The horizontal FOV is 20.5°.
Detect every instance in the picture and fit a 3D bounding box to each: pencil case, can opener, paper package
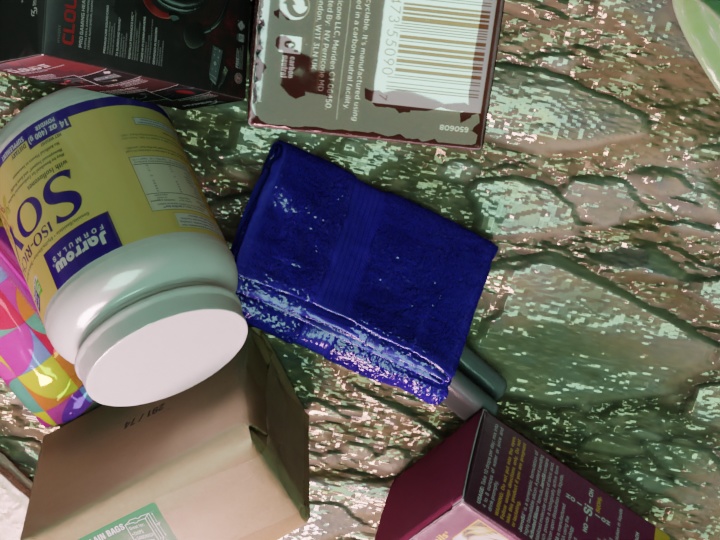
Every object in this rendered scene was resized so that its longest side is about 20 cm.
[{"bbox_3d":[-0.264,0.027,1.528,0.088,0.088,0.200,-36,109,10],"label":"pencil case"},{"bbox_3d":[0.029,0.052,1.579,0.200,0.053,0.066,37,139,-13],"label":"can opener"},{"bbox_3d":[-0.144,0.158,1.526,0.199,0.191,0.104,-28,109,8],"label":"paper package"}]

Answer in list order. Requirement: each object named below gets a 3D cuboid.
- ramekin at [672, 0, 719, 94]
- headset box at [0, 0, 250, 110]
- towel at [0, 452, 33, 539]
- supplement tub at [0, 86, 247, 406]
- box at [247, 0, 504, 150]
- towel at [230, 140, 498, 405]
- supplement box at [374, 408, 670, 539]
[{"bbox_3d":[0.323,-0.150,1.441,0.098,0.200,0.200,-36,108,1],"label":"ramekin"},{"bbox_3d":[-0.172,-0.201,1.372,0.200,0.075,0.149,9,81,-44],"label":"headset box"},{"bbox_3d":[-0.350,0.182,1.606,0.132,0.035,0.200,-41,106,13],"label":"towel"},{"bbox_3d":[-0.174,-0.019,1.436,0.145,0.200,0.146,-21,154,-11],"label":"supplement tub"},{"bbox_3d":[0.008,-0.196,1.398,0.163,0.200,0.167,5,110,-5],"label":"box"},{"bbox_3d":[0.000,0.000,1.514,0.199,0.050,0.148,25,68,-13],"label":"towel"},{"bbox_3d":[0.128,0.226,1.593,0.200,0.103,0.131,35,132,-15],"label":"supplement box"}]
